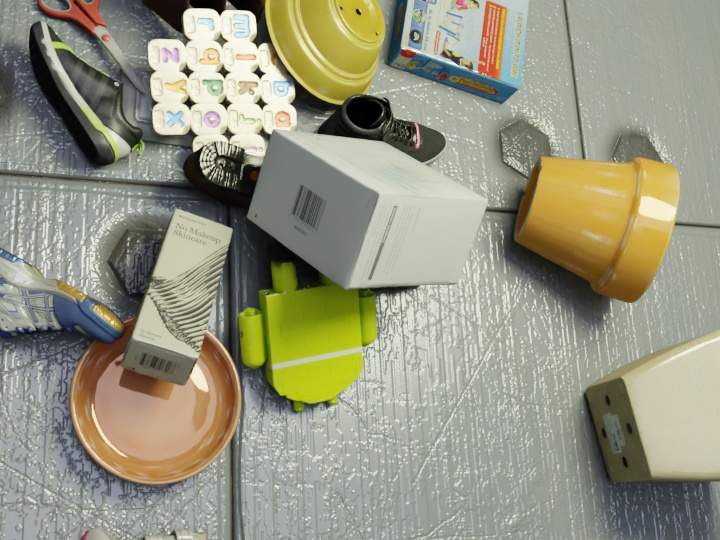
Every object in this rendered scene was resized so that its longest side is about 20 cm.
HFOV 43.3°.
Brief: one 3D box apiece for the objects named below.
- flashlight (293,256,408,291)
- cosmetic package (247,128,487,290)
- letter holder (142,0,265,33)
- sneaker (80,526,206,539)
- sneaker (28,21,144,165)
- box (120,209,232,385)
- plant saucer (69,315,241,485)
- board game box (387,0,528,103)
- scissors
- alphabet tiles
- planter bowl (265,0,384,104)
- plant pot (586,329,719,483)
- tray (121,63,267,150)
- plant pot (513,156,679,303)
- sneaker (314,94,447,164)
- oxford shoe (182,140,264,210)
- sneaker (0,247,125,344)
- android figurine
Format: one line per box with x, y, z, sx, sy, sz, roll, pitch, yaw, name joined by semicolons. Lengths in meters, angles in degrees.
0.000;0.000;1.196;0.199;0.068;0.068;-13;79;-22;flashlight
0.008;-0.076;1.104;0.199;0.199;0.124;0;117;-47;cosmetic package
-0.197;-0.391;1.150;0.142;0.200;0.101;42;64;10;letter holder
-0.216;0.327;1.017;0.199;0.081;0.089;32;65;-18;sneaker
-0.341;-0.224;1.138;0.083;0.072;0.201;-32;94;-29;sneaker
-0.214;0.029;1.071;0.082;0.068;0.201;18;49;-14;box
-0.242;0.152;1.077;0.199;0.037;0.202;6;72;-19;plant saucer
0.152;-0.377;1.370;0.194;0.056;0.201;15;70;-16;board game box
-0.333;-0.315;1.181;0.200;0.014;0.073;40;64;3;scissors
-0.178;-0.237;1.182;0.194;0.015;0.202;-5;93;-25;alphabet tiles
-0.027;-0.335;1.235;0.200;0.083;0.202;19;62;-40;planter bowl
0.427;0.200;1.235;0.176;0.200;0.201;-11;78;-12;plant pot
-0.217;-0.215;1.203;0.198;0.022;0.108;6;74;-19;tray
0.322;-0.075;1.282;0.182;0.200;0.201;16;69;1;plant pot
0.044;-0.191;1.251;0.199;0.099;0.071;2;72;-21;sneaker
-0.139;-0.109;1.175;0.199;0.084;0.073;26;69;-34;oxford shoe
-0.368;0.048;1.041;0.199;0.075;0.089;26;78;7;sneaker
-0.061;0.078;1.127;0.181;0.041;0.202;-11;107;-22;android figurine
